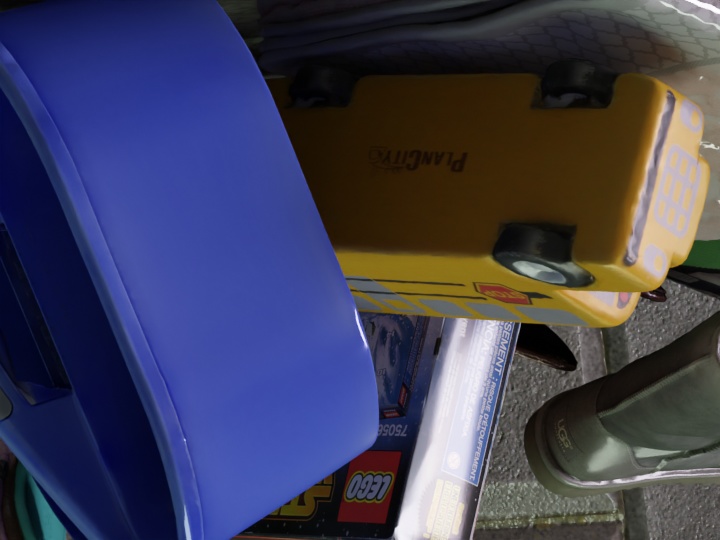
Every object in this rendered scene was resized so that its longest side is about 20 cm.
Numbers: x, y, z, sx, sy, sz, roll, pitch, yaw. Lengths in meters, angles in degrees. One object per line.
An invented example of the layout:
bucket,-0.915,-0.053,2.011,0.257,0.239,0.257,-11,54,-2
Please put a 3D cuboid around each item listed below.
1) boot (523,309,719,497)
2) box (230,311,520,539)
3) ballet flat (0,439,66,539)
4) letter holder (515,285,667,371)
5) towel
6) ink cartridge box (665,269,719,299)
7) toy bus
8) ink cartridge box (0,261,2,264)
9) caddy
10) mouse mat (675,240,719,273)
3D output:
boot,0.180,0.043,1.116,0.181,0.073,0.200,-18,165,-29
box,-0.024,0.039,0.961,0.040,0.138,0.200,26,162,-36
ballet flat,-0.131,0.072,0.913,0.071,0.069,0.200,-15,-162,9
letter holder,0.056,0.018,1.244,0.142,0.101,0.200,19,-174,-10
towel,0.089,-0.054,0.838,0.191,0.032,0.200,25,162,-34
ink cartridge box,0.164,-0.039,1.147,0.199,0.085,0.145,20,174,-14
toy bus,0.027,-0.023,0.828,0.199,0.065,0.078,3,160,42
ink cartridge box,-0.197,-0.033,0.926,0.145,0.085,0.200,-8,-179,-23
caddy,-0.083,0.004,0.788,0.105,0.201,0.141,-24,-175,-26
mouse mat,0.201,-0.044,1.014,0.199,0.008,0.161,4,144,-12
